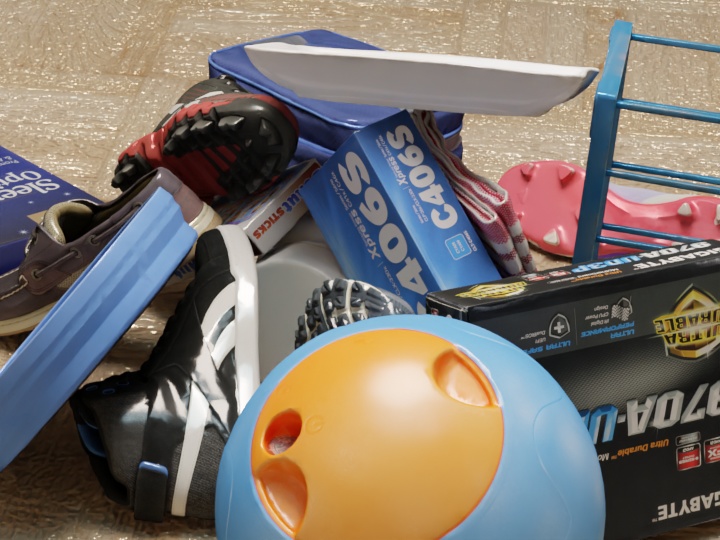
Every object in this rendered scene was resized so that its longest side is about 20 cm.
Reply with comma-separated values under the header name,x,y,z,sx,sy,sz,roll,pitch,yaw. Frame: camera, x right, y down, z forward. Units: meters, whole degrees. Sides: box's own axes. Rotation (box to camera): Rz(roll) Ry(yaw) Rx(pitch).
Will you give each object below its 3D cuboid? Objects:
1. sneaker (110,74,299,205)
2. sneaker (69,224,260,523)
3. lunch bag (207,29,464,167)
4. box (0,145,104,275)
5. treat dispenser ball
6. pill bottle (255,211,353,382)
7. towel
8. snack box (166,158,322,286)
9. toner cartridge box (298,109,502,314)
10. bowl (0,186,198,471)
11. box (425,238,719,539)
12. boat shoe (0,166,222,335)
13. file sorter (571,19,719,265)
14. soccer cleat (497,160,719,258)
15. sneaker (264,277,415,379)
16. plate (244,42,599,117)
name,x,y,z,sx,sy,sz,roll,pitch,yaw
sneaker,-0.086,-0.088,1.707,0.098,0.071,0.200,-48,13,-26
sneaker,-0.116,0.054,1.562,0.112,0.073,0.200,1,53,-9
lunch bag,-0.016,-0.096,1.897,0.200,0.133,0.136,24,33,39
box,-0.257,-0.038,1.870,0.121,0.032,0.200,-19,34,-38
treat dispenser ball,0.025,0.122,1.359,0.200,0.201,0.201,2,25,-1
pill bottle,0.000,0.000,1.717,0.113,0.113,0.200,13,27,22
towel,0.092,0.002,1.642,0.030,0.200,0.146,-33,35,-6
snack box,-0.088,-0.027,1.726,0.072,0.024,0.200,-45,13,-25
toner cartridge box,0.042,0.013,1.580,0.043,0.095,0.200,-25,80,-28
bowl,-0.168,0.038,1.552,0.039,0.201,0.201,40,28,-5
box,0.136,0.076,1.511,0.200,0.159,0.046,-10,14,-26
boat shoe,-0.179,-0.015,1.696,0.200,0.065,0.072,-20,21,34
file sorter,0.204,-0.038,1.723,0.122,0.200,0.139,10,26,6
soccer cleat,0.191,-0.033,1.885,0.200,0.067,0.076,11,-5,29
sneaker,0.003,0.062,1.523,0.086,0.200,0.078,4,65,-19
plate,0.041,-0.116,1.616,0.199,0.032,0.200,6,6,7
